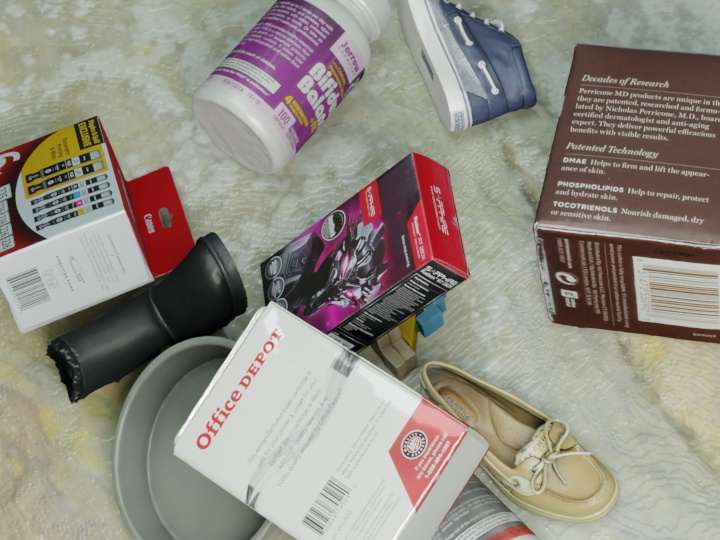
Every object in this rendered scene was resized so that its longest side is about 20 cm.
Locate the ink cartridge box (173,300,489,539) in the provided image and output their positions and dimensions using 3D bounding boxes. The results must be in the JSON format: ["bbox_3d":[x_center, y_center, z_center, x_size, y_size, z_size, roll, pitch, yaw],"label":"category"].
[{"bbox_3d":[-0.023,0.139,1.581,0.200,0.083,0.147,32,87,23],"label":"ink cartridge box"}]

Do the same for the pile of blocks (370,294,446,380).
[{"bbox_3d":[0.046,-0.004,1.814,0.082,0.062,0.200,-3,58,9],"label":"pile of blocks"}]

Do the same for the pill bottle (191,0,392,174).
[{"bbox_3d":[-0.060,-0.198,1.926,0.112,0.112,0.200,30,68,25],"label":"pill bottle"}]

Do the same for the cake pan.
[{"bbox_3d":[-0.127,0.157,1.707,0.200,0.037,0.200,-7,77,36],"label":"cake pan"}]

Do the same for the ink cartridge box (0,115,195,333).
[{"bbox_3d":[-0.256,-0.054,1.848,0.175,0.084,0.200,-22,33,-3],"label":"ink cartridge box"}]

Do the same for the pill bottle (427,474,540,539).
[{"bbox_3d":[0.049,0.203,1.651,0.116,0.116,0.200,-38,60,-13],"label":"pill bottle"}]

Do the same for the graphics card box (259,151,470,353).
[{"bbox_3d":[0.000,0.000,1.764,0.200,0.051,0.126,-36,46,30],"label":"graphics card box"}]

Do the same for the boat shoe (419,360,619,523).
[{"bbox_3d":[0.129,0.145,1.704,0.200,0.063,0.073,29,67,24],"label":"boat shoe"}]

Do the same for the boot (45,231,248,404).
[{"bbox_3d":[-0.190,0.045,1.755,0.162,0.198,0.073,-25,81,-17],"label":"boot"}]

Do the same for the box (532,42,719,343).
[{"bbox_3d":[0.254,-0.066,1.752,0.164,0.166,0.200,6,59,15],"label":"box"}]

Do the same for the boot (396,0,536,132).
[{"bbox_3d":[0.099,-0.225,1.947,0.090,0.073,0.200,-15,63,-9],"label":"boot"}]
